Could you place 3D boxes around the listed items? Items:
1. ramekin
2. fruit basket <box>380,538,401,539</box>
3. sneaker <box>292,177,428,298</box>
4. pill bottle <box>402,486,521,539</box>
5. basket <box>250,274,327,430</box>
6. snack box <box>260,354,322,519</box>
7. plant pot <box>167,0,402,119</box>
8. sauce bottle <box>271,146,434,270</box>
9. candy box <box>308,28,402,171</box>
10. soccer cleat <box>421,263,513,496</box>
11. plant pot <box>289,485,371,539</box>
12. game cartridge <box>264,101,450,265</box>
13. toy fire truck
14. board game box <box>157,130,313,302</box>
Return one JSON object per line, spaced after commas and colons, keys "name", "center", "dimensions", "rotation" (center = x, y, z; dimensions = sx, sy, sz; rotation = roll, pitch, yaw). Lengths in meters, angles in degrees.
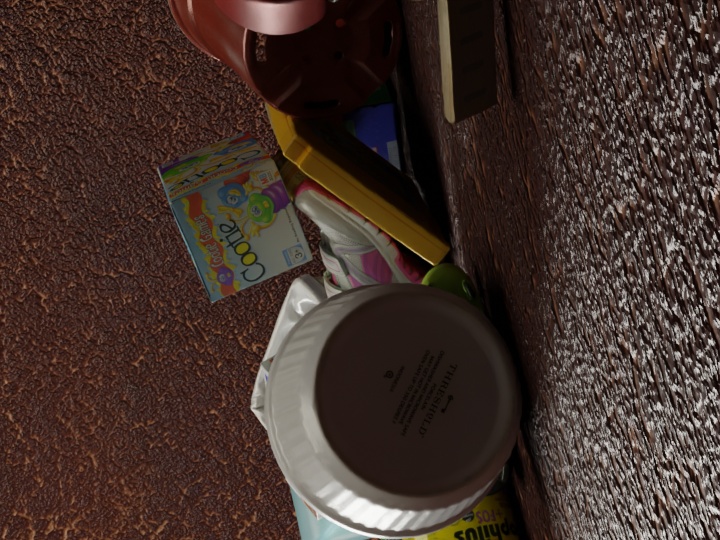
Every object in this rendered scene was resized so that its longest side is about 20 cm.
{"name": "ramekin", "center": [0.031, 0.100, 1.175], "dimensions": [0.094, 0.202, 0.203], "rotation": [131, 127, -71]}
{"name": "fruit basket", "center": [0.069, 0.361, 1.584], "dimensions": [0.185, 0.094, 0.200], "rotation": [12, -97, -53]}
{"name": "sneaker", "center": [0.000, 0.000, 1.420], "dimensions": [0.200, 0.088, 0.081], "rotation": [47, -173, -20]}
{"name": "pill bottle", "center": [0.099, 0.273, 1.356], "dimensions": [0.104, 0.104, 0.200], "rotation": [88, 168, -70]}
{"name": "basket", "center": [-0.022, 0.113, 1.763], "dimensions": [0.136, 0.123, 0.200], "rotation": [46, 130, 36]}
{"name": "snack box", "center": [-0.067, 0.181, 1.648], "dimensions": [0.072, 0.024, 0.200], "rotation": [46, 155, 40]}
{"name": "plant pot", "center": [-0.061, -0.244, 1.417], "dimensions": [0.195, 0.201, 0.201], "rotation": [-124, 19, -54]}
{"name": "sauce bottle", "center": [-0.005, -0.054, 1.531], "dimensions": [0.200, 0.066, 0.066], "rotation": [42, 166, 14]}
{"name": "candy box", "center": [-0.013, -0.174, 1.644], "dimensions": [0.169, 0.077, 0.200], "rotation": [82, 172, -47]}
{"name": "soccer cleat", "center": [0.082, 0.092, 1.294], "dimensions": [0.084, 0.065, 0.200], "rotation": [-121, 18, -84]}
{"name": "plant pot", "center": [-0.018, 0.401, 2.833], "dimensions": [0.200, 0.196, 0.197], "rotation": [127, 130, -74]}
{"name": "game cartridge", "center": [-0.005, -0.093, 1.435], "dimensions": [0.176, 0.032, 0.200], "rotation": [35, -170, -19]}
{"name": "toy fire truck", "center": [0.001, -0.178, 0.896], "dimensions": [0.200, 0.176, 0.129], "rotation": [62, 173, 7]}
{"name": "board game box", "center": [-0.124, -0.057, 1.473], "dimensions": [0.200, 0.103, 0.105], "rotation": [-129, 17, -73]}
